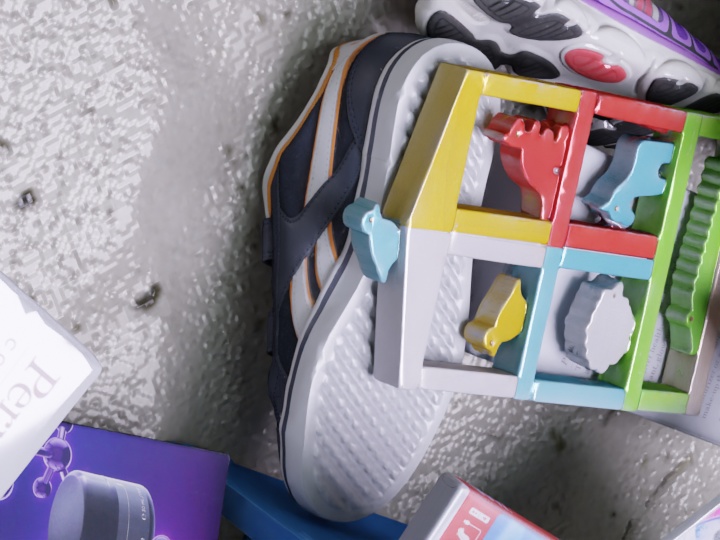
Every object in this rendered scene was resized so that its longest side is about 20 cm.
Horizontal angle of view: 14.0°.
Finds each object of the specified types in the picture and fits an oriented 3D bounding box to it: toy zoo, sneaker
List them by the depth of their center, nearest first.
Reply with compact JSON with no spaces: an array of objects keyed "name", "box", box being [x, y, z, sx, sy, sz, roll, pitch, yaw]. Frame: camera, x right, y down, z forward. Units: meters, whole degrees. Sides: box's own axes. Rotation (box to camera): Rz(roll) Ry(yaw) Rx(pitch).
[{"name":"toy zoo","box":[0.077,-0.011,1.209,0.199,0.020,0.132,8,98,-38]},{"name":"sneaker","box":[0.000,0.000,1.217,0.078,0.079,0.201,14,92,-38]},{"name":"sneaker","box":[0.103,-0.113,1.259,0.200,0.080,0.084,30,56,-46]}]

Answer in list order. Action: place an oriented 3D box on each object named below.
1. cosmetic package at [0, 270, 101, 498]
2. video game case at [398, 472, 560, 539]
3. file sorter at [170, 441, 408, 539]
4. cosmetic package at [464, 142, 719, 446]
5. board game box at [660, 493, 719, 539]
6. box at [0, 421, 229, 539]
[{"name":"cosmetic package","box":[-0.234,0.019,1.020,0.165,0.165,0.200,-52,124,-8]},{"name":"video game case","box":[0.065,0.182,1.154,0.200,0.017,0.143,33,90,-34]},{"name":"file sorter","box":[0.005,0.175,1.238,0.199,0.139,0.123,23,93,-35]},{"name":"cosmetic package","box":[0.122,0.010,1.306,0.199,0.071,0.102,22,91,-36]},{"name":"board game box","box":[0.153,0.199,1.239,0.200,0.026,0.201,-36,123,-13]},{"name":"box","box":[-0.140,0.158,1.147,0.141,0.079,0.201,13,81,-33]}]
